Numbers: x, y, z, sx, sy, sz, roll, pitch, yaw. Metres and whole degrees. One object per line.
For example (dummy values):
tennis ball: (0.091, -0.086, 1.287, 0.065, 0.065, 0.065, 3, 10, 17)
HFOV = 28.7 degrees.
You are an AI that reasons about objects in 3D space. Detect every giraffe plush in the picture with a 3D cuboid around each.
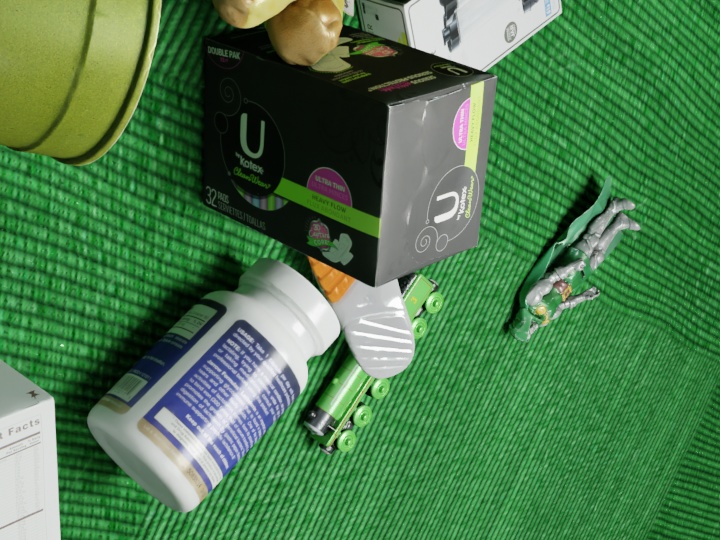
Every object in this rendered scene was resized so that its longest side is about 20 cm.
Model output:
giraffe plush: (-0.003, -0.251, 1.010, 0.200, 0.162, 0.173, 2, 70, -55)

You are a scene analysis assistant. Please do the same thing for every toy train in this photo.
toy train: (0.011, 0.086, 1.361, 0.056, 0.042, 0.200, 42, 77, -41)

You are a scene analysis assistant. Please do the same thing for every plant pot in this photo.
plant pot: (-0.248, -0.168, 0.819, 0.193, 0.200, 0.201, 2, 109, -36)

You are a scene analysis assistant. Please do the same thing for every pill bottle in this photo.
pill bottle: (-0.116, 0.089, 1.153, 0.200, 0.116, 0.116, -46, 139, -21)

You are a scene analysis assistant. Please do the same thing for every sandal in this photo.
sandal: (-0.008, 0.003, 1.275, 0.079, 0.059, 0.207, -21, 118, -11)

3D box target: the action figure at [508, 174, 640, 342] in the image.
action figure: (0.232, 0.002, 1.562, 0.200, 0.055, 0.118, -48, 142, -14)

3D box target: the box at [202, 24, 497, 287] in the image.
box: (-0.013, -0.099, 1.098, 0.124, 0.200, 0.149, -21, 125, -41)

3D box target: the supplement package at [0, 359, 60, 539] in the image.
supplement package: (-0.289, 0.170, 1.002, 0.114, 0.109, 0.200, -21, 125, -41)

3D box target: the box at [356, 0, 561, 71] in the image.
box: (0.091, -0.237, 1.256, 0.200, 0.060, 0.117, -38, 135, -29)
